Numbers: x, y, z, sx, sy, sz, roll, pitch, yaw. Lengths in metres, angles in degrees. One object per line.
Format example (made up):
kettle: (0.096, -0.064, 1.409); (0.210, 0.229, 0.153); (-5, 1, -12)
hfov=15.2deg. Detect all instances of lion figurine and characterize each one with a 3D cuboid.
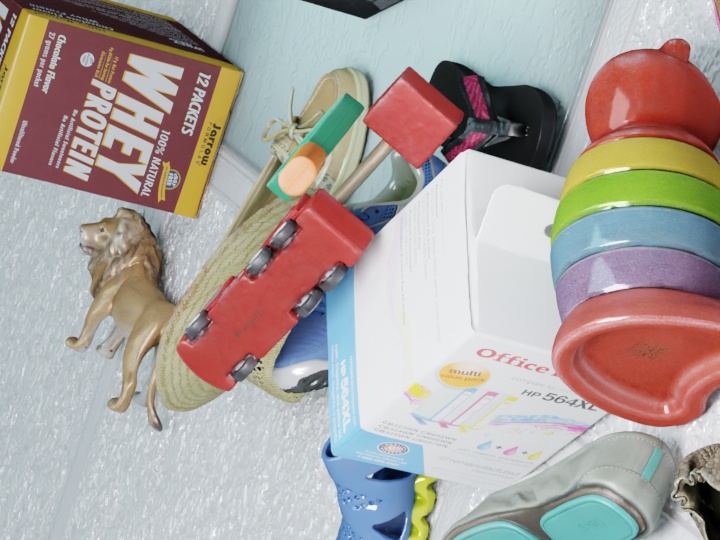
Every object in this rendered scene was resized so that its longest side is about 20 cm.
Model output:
lion figurine: (-0.184, 0.038, 2.247); (0.123, 0.072, 0.200); (-59, 43, 13)

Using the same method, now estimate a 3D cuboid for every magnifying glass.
magnifying glass: (-0.032, -0.071, 1.670); (0.080, 0.022, 0.200); (-49, 5, 9)

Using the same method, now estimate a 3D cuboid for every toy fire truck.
toy fire truck: (-0.027, -0.025, 1.677); (0.200, 0.049, 0.141); (-46, 7, 30)

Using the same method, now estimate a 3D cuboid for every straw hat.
straw hat: (-0.053, 0.046, 1.922); (0.085, 0.201, 0.201); (38, 119, 21)

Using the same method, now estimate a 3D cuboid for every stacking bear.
stacking bear: (0.163, -0.034, 1.509); (0.121, 0.113, 0.201); (-41, 38, 51)

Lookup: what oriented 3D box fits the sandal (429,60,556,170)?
sandal: (0.073, -0.098, 1.791); (0.200, 0.045, 0.075); (33, 107, 64)

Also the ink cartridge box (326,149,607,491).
ink cartridge box: (0.081, 0.029, 1.613); (0.200, 0.128, 0.126); (-44, 40, 50)

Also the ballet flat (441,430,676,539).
ballet flat: (0.119, 0.141, 1.576); (0.200, 0.067, 0.064); (-31, 23, 56)

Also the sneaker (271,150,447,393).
sneaker: (0.000, 0.000, 1.747); (0.076, 0.077, 0.200); (-6, 38, 50)

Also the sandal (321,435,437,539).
sandal: (0.010, 0.127, 1.762); (0.079, 0.087, 0.201); (45, 119, 59)

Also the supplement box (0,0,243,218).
supplement box: (-0.235, -0.154, 2.280); (0.200, 0.197, 0.133); (40, 114, 62)

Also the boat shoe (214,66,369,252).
boat shoe: (-0.053, -0.062, 2.006); (0.201, 0.063, 0.073); (-67, 24, 6)

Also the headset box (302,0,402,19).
headset box: (0.019, -0.303, 1.972); (0.149, 0.077, 0.201); (-19, 60, 60)

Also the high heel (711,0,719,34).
high heel: (0.204, -0.083, 1.403); (0.067, 0.096, 0.201); (4, 80, 65)

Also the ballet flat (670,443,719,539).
ballet flat: (0.208, 0.153, 1.382); (0.068, 0.046, 0.200); (-64, 28, 25)
